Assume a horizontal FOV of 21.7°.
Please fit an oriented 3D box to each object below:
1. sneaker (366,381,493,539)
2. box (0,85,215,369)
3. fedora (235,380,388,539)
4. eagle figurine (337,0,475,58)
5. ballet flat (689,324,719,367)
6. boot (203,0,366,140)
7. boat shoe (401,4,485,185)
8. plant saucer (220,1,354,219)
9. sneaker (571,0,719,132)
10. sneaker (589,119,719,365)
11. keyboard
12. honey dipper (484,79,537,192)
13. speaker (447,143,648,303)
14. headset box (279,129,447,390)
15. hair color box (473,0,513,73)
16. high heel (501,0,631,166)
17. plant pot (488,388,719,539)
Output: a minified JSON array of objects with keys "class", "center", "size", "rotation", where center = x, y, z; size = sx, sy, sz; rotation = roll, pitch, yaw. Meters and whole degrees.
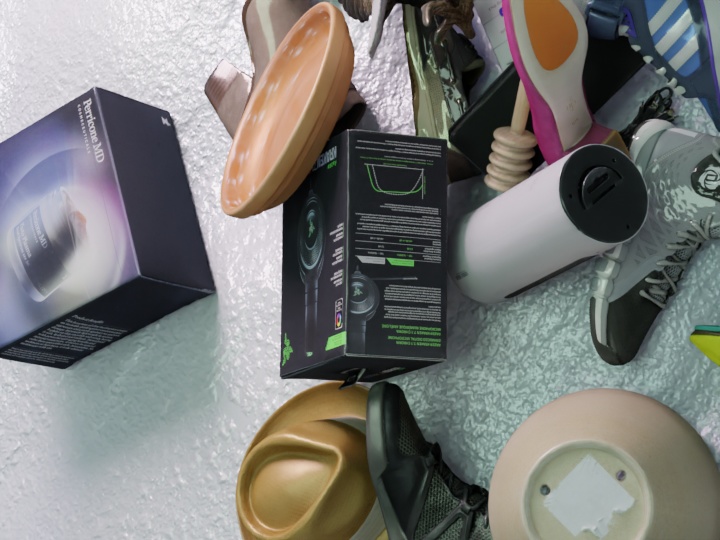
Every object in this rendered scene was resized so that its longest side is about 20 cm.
[{"class":"sneaker","center":[0.071,0.179,1.543],"size":[0.114,0.076,0.200],"rotation":[-15,95,16]},{"class":"box","center":[-0.269,-0.039,1.800],"size":[0.198,0.123,0.201],"rotation":[-26,68,26]},{"class":"fedora","center":[-0.043,0.188,1.631],"size":[0.200,0.082,0.202],"rotation":[-6,78,32]},{"class":"eagle figurine","center":[0.025,-0.276,1.569],"size":[0.200,0.151,0.152],"rotation":[44,110,20]},{"class":"ballet flat","center":[0.339,0.077,1.411],"size":[0.199,0.067,0.067],"rotation":[1,84,32]},{"class":"boot","center":[-0.052,-0.187,1.723],"size":[0.146,0.070,0.200],"rotation":[37,103,26]},{"class":"boat shoe","center":[0.077,-0.172,1.631],"size":[0.066,0.072,0.202],"rotation":[-9,76,10]},{"class":"plant saucer","center":[-0.059,-0.132,1.607],"size":[0.200,0.037,0.200],"rotation":[-55,20,31]},{"class":"sneaker","center":[0.222,-0.188,1.467],"size":[0.146,0.081,0.201],"rotation":[-7,117,24]},{"class":"sneaker","center":[0.253,-0.016,1.480],"size":[0.115,0.075,0.201],"rotation":[11,89,30]},{"class":"keyboard","center":[0.178,-0.135,1.545],"size":[0.127,0.021,0.200],"rotation":[43,118,-6]},{"class":"honey dipper","center":[0.135,-0.161,1.516],"size":[0.038,0.038,0.201],"rotation":[26,119,34]},{"class":"speaker","center":[0.144,-0.035,1.492],"size":[0.200,0.081,0.082],"rotation":[148,120,-62]},{"class":"headset box","center":[0.000,0.000,1.584],"size":[0.174,0.092,0.201],"rotation":[158,114,-68]},{"class":"hair color box","center":[0.148,-0.257,1.598],"size":[0.109,0.065,0.201],"rotation":[-31,65,25]},{"class":"high heel","center":[0.141,-0.154,1.468],"size":[0.067,0.200,0.096],"rotation":[-46,33,-14]},{"class":"plant pot","center":[0.174,0.173,1.387],"size":[0.186,0.200,0.188],"rotation":[-2,82,11]}]
